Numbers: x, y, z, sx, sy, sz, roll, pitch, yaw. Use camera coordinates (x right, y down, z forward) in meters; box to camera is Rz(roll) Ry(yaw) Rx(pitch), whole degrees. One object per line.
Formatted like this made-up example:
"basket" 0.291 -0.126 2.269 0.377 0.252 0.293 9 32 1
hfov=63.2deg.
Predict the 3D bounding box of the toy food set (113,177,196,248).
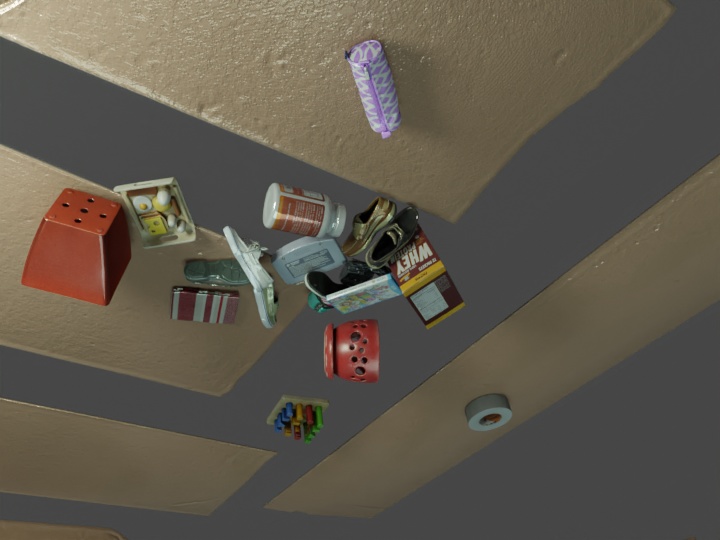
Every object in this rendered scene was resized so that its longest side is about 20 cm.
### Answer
"toy food set" -0.502 -0.138 1.447 0.139 0.061 0.203 -9 138 -3

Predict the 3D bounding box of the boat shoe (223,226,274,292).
"boat shoe" -0.290 -0.044 1.577 0.085 0.075 0.205 -30 112 -7

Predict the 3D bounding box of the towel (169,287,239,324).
"towel" -0.469 0.108 1.761 0.194 0.023 0.146 7 138 -17

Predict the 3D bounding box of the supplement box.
"supplement box" 0.173 0.012 1.655 0.131 0.199 0.201 -31 137 6

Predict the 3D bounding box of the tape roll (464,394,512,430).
"tape roll" 0.553 0.616 2.535 0.194 0.067 0.203 -7 140 -6

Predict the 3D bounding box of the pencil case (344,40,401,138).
"pencil case" 0.034 -0.394 1.269 0.082 0.087 0.202 -17 140 9

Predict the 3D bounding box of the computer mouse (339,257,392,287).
"computer mouse" 0.000 0.000 1.690 0.135 0.054 0.200 15 161 -16

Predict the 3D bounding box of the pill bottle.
"pill bottle" -0.140 -0.145 1.484 0.195 0.114 0.113 11 135 -23

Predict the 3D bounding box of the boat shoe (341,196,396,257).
"boat shoe" 0.011 -0.125 1.582 0.073 0.077 0.200 30 116 -31

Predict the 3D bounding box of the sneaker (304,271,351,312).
"sneaker" -0.122 0.065 1.729 0.119 0.086 0.198 -21 147 33

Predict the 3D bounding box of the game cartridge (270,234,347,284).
"game cartridge" -0.148 -0.037 1.664 0.195 0.042 0.134 -20 134 9

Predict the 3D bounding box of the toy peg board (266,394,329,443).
"toy peg board" -0.243 0.590 2.294 0.194 0.099 0.201 12 133 -25

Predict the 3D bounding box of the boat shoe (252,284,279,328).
"boat shoe" -0.275 0.100 1.758 0.060 0.073 0.203 -8 136 0

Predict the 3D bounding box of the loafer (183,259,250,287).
"loafer" -0.394 0.011 1.646 0.194 0.074 0.063 5 156 -11

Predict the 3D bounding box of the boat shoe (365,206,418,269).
"boat shoe" 0.092 -0.087 1.573 0.074 0.073 0.202 37 85 -2

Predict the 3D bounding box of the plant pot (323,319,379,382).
"plant pot" -0.029 0.263 1.908 0.177 0.204 0.203 -1 139 0

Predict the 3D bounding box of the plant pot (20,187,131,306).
"plant pot" -0.653 -0.070 1.376 0.195 0.202 0.179 16 125 -13

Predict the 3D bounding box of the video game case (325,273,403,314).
"video game case" 0.015 0.070 1.677 0.195 0.018 0.143 -20 155 12
